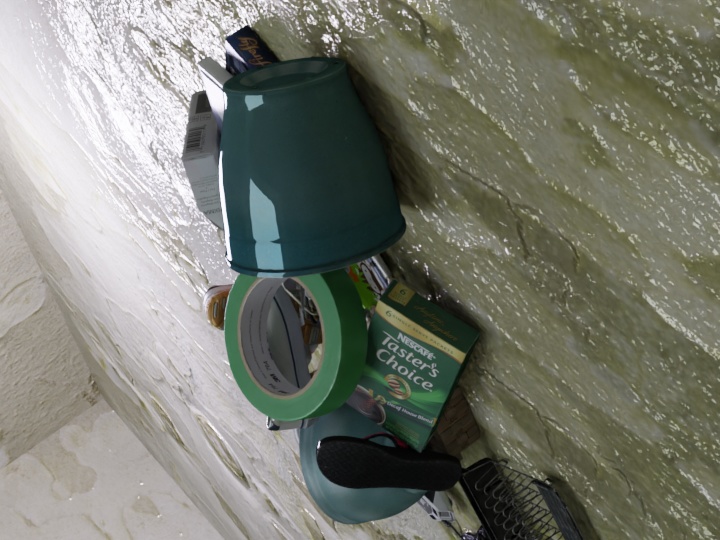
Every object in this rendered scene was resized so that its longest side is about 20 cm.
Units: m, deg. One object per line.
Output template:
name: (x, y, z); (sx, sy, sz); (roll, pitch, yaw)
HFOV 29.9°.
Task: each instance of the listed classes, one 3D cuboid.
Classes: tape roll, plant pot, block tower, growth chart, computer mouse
tape roll: (-0.079, 0.075, 1.591); (0.199, 0.048, 0.203); (3, 95, 42)
plant pot: (0.035, 0.229, 1.757); (0.133, 0.200, 0.202); (-8, 118, 41)
block tower: (0.085, 0.141, 1.662); (0.054, 0.058, 0.202); (22, 140, 57)
growth chart: (0.000, 0.000, 1.693); (0.145, 0.018, 0.200); (54, 163, 8)
plant pot: (-0.065, -0.118, 1.417); (0.199, 0.198, 0.190); (23, 129, 57)
computer mouse: (0.111, 0.324, 1.918); (0.200, 0.044, 0.110); (45, 163, 14)

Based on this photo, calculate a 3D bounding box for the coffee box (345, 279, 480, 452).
coffee box: (0.055, 0.114, 1.574); (0.122, 0.044, 0.201); (33, 138, 11)

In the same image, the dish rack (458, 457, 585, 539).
dish rack: (0.207, 0.308, 1.635); (0.154, 0.054, 0.200); (60, 162, -15)

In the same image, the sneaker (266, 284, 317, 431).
sneaker: (-0.110, 0.104, 1.696); (0.073, 0.070, 0.202); (134, 123, -63)

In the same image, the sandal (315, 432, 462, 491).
sandal: (0.031, 0.230, 1.645); (0.075, 0.198, 0.045); (-59, 32, 33)

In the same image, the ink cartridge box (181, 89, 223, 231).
ink cartridge box: (-0.183, -0.111, 1.766); (0.163, 0.056, 0.202); (-93, -4, -53)

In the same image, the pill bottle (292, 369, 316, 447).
pill bottle: (-0.044, 0.200, 1.932); (0.112, 0.111, 0.200); (57, 180, -6)

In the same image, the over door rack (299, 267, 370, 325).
over door rack: (-0.039, 0.058, 1.685); (0.201, 0.066, 0.149); (106, 145, -48)

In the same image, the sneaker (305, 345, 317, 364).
sneaker: (-0.116, 0.135, 1.950); (0.075, 0.105, 0.200); (31, -171, -5)

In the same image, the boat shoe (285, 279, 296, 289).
boat shoe: (-0.122, -0.008, 1.907); (0.200, 0.073, 0.066); (128, 150, -84)

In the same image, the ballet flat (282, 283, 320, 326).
ballet flat: (-0.084, -0.011, 1.794); (0.201, 0.073, 0.073); (62, 160, -17)

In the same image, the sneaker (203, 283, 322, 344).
sneaker: (-0.123, 0.049, 1.869); (0.088, 0.198, 0.077); (-141, 65, -67)

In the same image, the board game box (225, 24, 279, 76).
board game box: (-0.112, -0.185, 1.633); (0.136, 0.034, 0.201); (50, 160, 17)

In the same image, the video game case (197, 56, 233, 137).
video game case: (-0.123, -0.141, 1.619); (0.200, 0.023, 0.184); (44, 157, 45)
